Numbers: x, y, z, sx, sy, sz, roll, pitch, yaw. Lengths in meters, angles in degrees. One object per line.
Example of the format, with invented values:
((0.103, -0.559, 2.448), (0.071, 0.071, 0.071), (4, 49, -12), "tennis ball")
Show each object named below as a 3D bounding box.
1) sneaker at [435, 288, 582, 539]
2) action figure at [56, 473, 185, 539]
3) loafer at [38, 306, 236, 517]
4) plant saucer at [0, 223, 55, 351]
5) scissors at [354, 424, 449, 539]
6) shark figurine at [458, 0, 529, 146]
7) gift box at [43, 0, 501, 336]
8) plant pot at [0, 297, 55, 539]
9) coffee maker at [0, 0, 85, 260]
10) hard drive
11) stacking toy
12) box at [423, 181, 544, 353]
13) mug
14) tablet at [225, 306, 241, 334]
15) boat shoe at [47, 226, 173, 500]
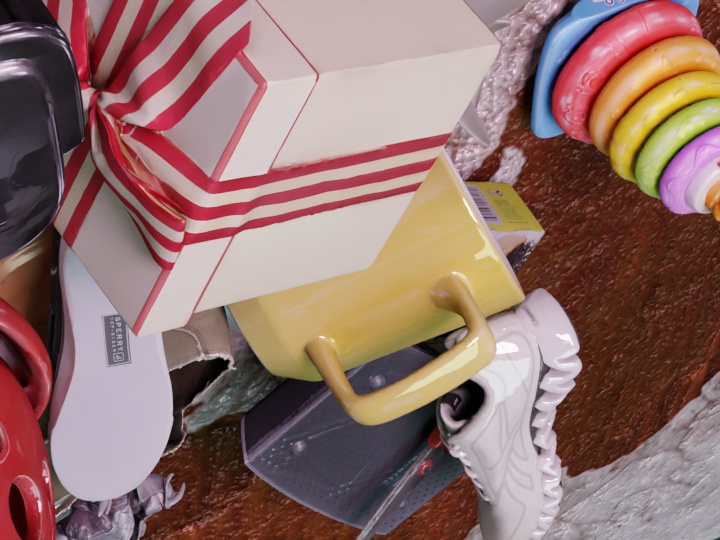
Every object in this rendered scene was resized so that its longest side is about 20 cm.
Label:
((0.083, 0.101, 1.302), (0.080, 0.075, 0.201), (-16, 131, -21), "sneaker")
((-0.201, 0.185, 1.366), (0.199, 0.069, 0.131), (-26, 139, -22), "action figure")
((-0.146, 0.085, 1.216), (0.200, 0.070, 0.075), (-48, 146, 21), "loafer")
((-0.174, 0.023, 1.204), (0.199, 0.032, 0.201), (-25, 148, -17), "plant saucer")
((0.045, 0.113, 1.341), (0.200, 0.014, 0.073), (-42, 148, 0), "scissors")
((0.039, -0.117, 1.137), (0.127, 0.090, 0.215), (-2, 169, -8), "shark figurine")
((-0.070, -0.106, 0.992), (0.186, 0.185, 0.201), (-16, 142, -43), "gift box")
((-0.250, 0.109, 1.062), (0.198, 0.184, 0.201), (1, 144, 1), "plant pot")
((-0.207, -0.116, 0.819), (0.134, 0.201, 0.192), (-36, 149, 2), "coffee maker")
((0.011, 0.101, 1.349), (0.135, 0.042, 0.200), (-40, 148, 9), "hard drive")
((0.197, -0.074, 1.255), (0.115, 0.201, 0.110), (-21, 147, -19), "stacking toy")
((0.037, 0.031, 1.368), (0.075, 0.050, 0.201), (-2, 136, -40), "box")
((-0.004, -0.008, 1.197), (0.152, 0.150, 0.187), (-29, -168, 4), "mug")
((-0.005, 0.012, 1.364), (0.130, 0.014, 0.200), (-42, 149, 12), "tablet")
((-0.138, 0.037, 1.135), (0.068, 0.057, 0.201), (-4, 127, -15), "boat shoe")
